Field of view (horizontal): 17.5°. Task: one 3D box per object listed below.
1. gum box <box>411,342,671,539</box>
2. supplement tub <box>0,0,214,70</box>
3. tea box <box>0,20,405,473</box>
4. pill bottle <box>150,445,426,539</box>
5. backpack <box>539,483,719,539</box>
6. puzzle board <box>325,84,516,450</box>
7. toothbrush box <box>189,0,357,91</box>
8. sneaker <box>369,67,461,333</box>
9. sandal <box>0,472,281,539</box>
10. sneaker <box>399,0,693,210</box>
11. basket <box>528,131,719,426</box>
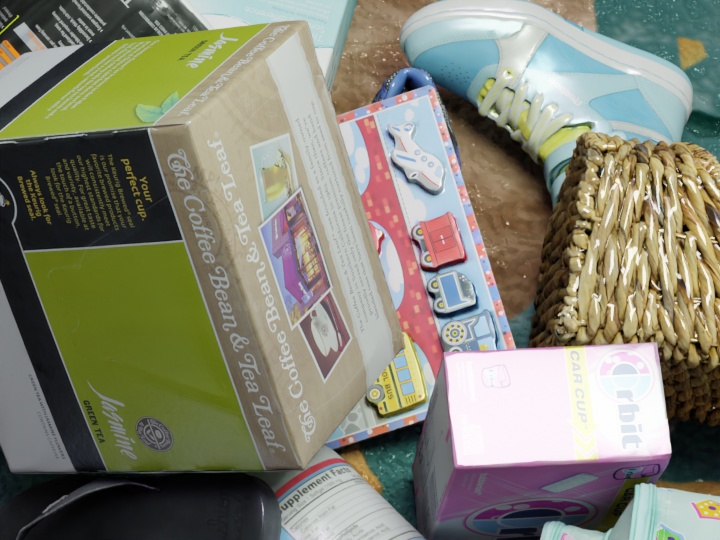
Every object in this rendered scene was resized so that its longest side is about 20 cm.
[{"bbox_3d":[0.094,0.107,1.289,0.113,0.200,0.066,-3,68,-5],"label":"gum box"},{"bbox_3d":[-0.185,-0.102,1.379,0.200,0.123,0.123,-43,67,1],"label":"supplement tub"},{"bbox_3d":[-0.109,-0.009,1.244,0.196,0.201,0.134,-2,27,31],"label":"tea box"},{"bbox_3d":[-0.022,0.166,1.283,0.109,0.109,0.200,-36,67,-27],"label":"pill bottle"},{"bbox_3d":[0.150,0.206,1.219,0.153,0.200,0.176,18,55,2],"label":"backpack"},{"bbox_3d":[0.000,0.000,1.402,0.150,0.017,0.201,-18,71,4],"label":"puzzle board"},{"bbox_3d":[-0.079,-0.175,1.524,0.146,0.085,0.200,13,55,2],"label":"toothbrush box"},{"bbox_3d":[0.033,-0.041,1.451,0.075,0.079,0.200,-7,57,-11],"label":"sneaker"},{"bbox_3d":[-0.136,0.140,1.262,0.200,0.043,0.076,-16,68,28],"label":"sandal"},{"bbox_3d":[0.116,-0.092,1.484,0.199,0.080,0.131,15,55,-9],"label":"sneaker"},{"bbox_3d":[0.183,0.003,1.354,0.148,0.200,0.143,10,76,1],"label":"basket"}]
